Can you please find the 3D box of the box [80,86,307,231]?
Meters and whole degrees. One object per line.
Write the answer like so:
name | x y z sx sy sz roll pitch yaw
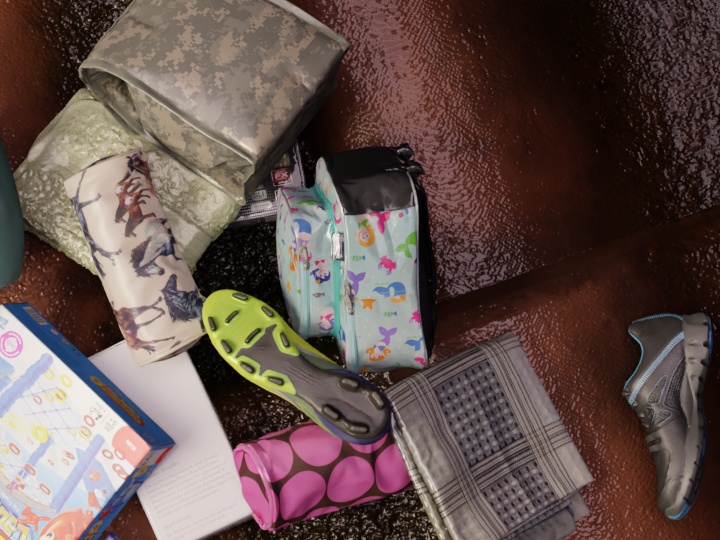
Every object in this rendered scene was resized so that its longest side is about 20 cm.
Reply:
box | -0.160 -0.116 1.653 0.200 0.044 0.160 -10 83 -4

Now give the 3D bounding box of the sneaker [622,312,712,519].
sneaker | 0.294 0.139 1.631 0.082 0.073 0.200 2 75 14

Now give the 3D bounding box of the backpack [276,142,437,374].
backpack | 0.000 0.000 1.571 0.151 0.178 0.200 -13 108 -4

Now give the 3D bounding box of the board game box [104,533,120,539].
board game box | -0.205 0.367 1.580 0.200 0.045 0.152 38 82 2

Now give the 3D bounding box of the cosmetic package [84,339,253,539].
cosmetic package | -0.179 0.159 1.600 0.102 0.074 0.200 -24 81 -6

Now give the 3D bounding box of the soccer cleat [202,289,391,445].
soccer cleat | -0.060 0.091 1.516 0.200 0.084 0.065 35 78 6

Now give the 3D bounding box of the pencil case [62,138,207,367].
pencil case | -0.199 -0.017 1.542 0.089 0.078 0.200 -22 89 -23

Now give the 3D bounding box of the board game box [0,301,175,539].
board game box | -0.308 0.167 1.558 0.200 0.056 0.196 41 101 12

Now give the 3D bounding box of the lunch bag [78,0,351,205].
lunch bag | -0.140 -0.187 1.574 0.200 0.118 0.164 34 68 3

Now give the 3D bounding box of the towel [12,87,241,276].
towel | -0.229 -0.066 1.604 0.200 0.036 0.148 35 84 3

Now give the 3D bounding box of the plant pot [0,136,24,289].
plant pot | -0.397 -0.041 1.529 0.201 0.201 0.161 -23 97 -5

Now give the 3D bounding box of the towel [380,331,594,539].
towel | 0.124 0.172 1.578 0.193 0.035 0.200 -20 84 -42

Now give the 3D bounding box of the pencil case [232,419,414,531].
pencil case | -0.018 0.181 1.564 0.200 0.091 0.094 -12 114 -27
